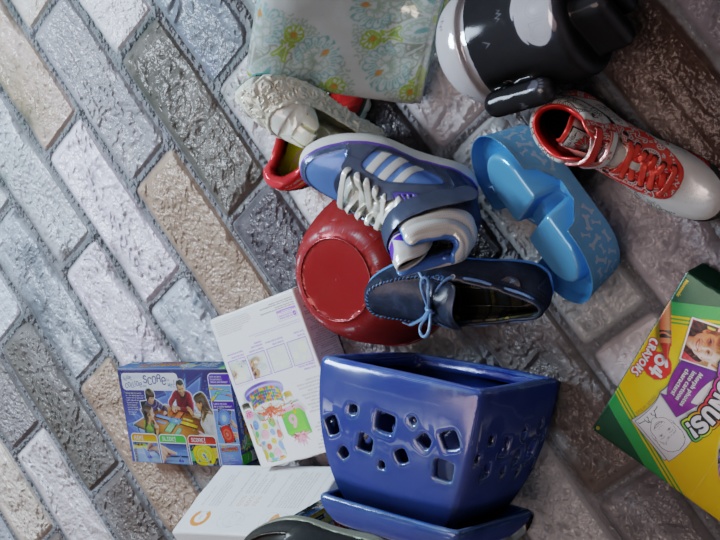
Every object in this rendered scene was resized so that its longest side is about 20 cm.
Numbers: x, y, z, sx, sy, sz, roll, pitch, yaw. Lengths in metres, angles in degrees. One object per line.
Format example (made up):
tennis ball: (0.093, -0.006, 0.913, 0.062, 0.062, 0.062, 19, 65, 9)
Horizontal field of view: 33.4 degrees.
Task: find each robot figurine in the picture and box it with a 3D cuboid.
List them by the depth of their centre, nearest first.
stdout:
robot figurine: (0.170, -0.235, 1.180, 0.200, 0.150, 0.125, -13, 106, 38)

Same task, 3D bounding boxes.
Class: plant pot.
plant pot: (0.078, 0.190, 1.274, 0.199, 0.200, 0.181, 7, 92, 33)

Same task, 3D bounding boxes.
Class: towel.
towel: (-0.011, -0.263, 1.263, 0.199, 0.048, 0.172, 8, 127, -8)

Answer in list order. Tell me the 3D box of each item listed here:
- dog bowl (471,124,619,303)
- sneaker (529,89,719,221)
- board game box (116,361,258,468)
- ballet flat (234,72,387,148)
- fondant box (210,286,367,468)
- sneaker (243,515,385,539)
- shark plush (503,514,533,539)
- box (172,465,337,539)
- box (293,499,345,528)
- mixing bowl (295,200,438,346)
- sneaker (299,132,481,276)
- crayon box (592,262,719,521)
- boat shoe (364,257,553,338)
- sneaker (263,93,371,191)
dog bowl: (0.191, -0.063, 1.225, 0.200, 0.049, 0.112, 55, 163, 11)
sneaker: (0.255, -0.105, 1.163, 0.201, 0.108, 0.067, 39, 119, 20)
board game box: (-0.233, 0.191, 1.603, 0.199, 0.034, 0.136, -2, 100, 34)
ballet flat: (-0.042, -0.154, 1.302, 0.072, 0.200, 0.072, -28, 52, 45)
fondant box: (-0.087, 0.130, 1.479, 0.144, 0.058, 0.201, -20, 88, 35)
sneaker: (-0.069, 0.305, 1.229, 0.199, 0.106, 0.075, -6, 97, 37)
shark plush: (0.159, 0.290, 1.368, 0.083, 0.091, 0.201, -1, 80, 15)
box: (-0.108, 0.317, 1.479, 0.199, 0.124, 0.098, -6, 121, 35)
box: (-0.002, 0.319, 1.376, 0.038, 0.200, 0.137, -16, 91, 38)
mixing bowl: (0.000, 0.000, 1.360, 0.200, 0.108, 0.201, 8, 104, 33)
sneaker: (0.025, -0.062, 1.228, 0.199, 0.147, 0.081, 12, 131, 1)
crayon box: (0.353, 0.124, 1.179, 0.172, 0.058, 0.200, 36, 118, 22)
boat shoe: (0.096, 0.023, 1.240, 0.199, 0.069, 0.084, -9, 121, 18)
sneaker: (-0.051, -0.171, 1.369, 0.077, 0.085, 0.200, 37, 119, 21)
